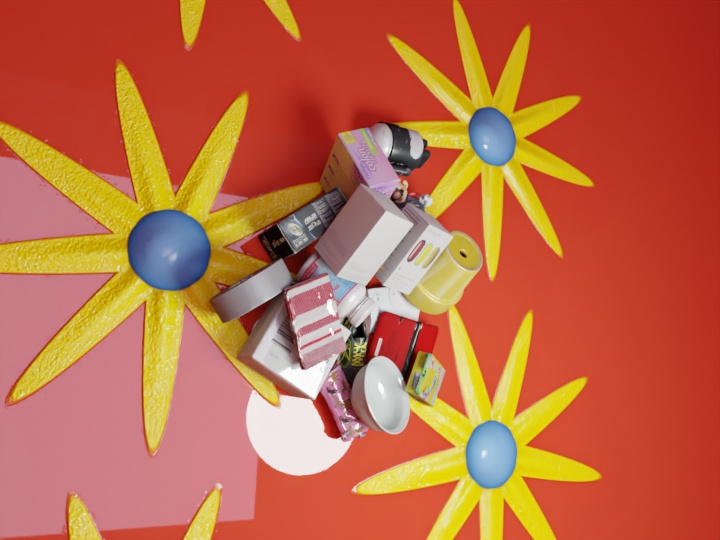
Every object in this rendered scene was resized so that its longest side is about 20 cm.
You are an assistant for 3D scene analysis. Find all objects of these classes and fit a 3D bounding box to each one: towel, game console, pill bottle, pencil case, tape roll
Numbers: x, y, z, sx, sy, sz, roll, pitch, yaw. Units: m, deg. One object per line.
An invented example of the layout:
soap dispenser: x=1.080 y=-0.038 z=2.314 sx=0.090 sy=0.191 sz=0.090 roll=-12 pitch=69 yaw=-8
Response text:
towel: x=-0.105 y=0.121 z=1.463 sx=0.143 sy=0.023 sz=0.202 roll=-22 pitch=105 yaw=-42
game console: x=0.113 y=0.230 z=1.720 sx=0.171 sy=0.119 sz=0.202 roll=17 pitch=89 yaw=7
pill bottle: x=-0.058 y=0.047 z=1.560 sx=0.200 sy=0.109 sz=0.109 roll=41 pitch=65 yaw=8
pencil case: x=-0.052 y=0.345 z=1.606 sx=0.082 sy=0.087 sz=0.202 roll=-24 pitch=94 yaw=-5
tape roll: x=-0.260 y=0.047 z=1.473 sx=0.200 sy=0.200 sz=0.067 roll=-34 pitch=99 yaw=-27

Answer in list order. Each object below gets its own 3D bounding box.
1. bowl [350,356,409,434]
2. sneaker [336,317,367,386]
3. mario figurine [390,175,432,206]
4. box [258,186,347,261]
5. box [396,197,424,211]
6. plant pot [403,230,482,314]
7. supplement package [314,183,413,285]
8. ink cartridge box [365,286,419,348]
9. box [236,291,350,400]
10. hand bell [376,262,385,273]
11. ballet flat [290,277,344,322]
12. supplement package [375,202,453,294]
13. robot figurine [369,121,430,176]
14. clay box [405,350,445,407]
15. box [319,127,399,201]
bowl: x=0.038 y=0.331 z=1.589 sx=0.201 sy=0.090 sz=0.203 roll=36 pitch=43 yaw=-41
sneaker: x=-0.019 y=0.210 z=1.640 sx=0.074 sy=0.084 sz=0.202 roll=-3 pitch=83 yaw=-26
mario figurine: x=0.126 y=-0.187 z=1.763 sx=0.200 sy=0.106 sz=0.124 roll=48 pitch=67 yaw=-15
box: x=-0.142 y=-0.116 z=1.578 sx=0.199 sy=0.163 sz=0.087 roll=-36 pitch=99 yaw=-26
box: x=0.076 y=-0.099 z=1.687 sx=0.199 sy=0.158 sz=0.051 roll=-23 pitch=56 yaw=-28
plant pot: x=0.231 y=-0.006 z=1.709 sx=0.199 sy=0.189 sz=0.202 roll=18 pitch=52 yaw=-26
supplement package: x=0.007 y=-0.084 z=1.497 sx=0.119 sy=0.121 sz=0.200 roll=18 pitch=116 yaw=-49
ink cartridge box: x=0.093 y=0.145 z=1.730 sx=0.161 sy=0.057 sz=0.202 roll=-5 pitch=80 yaw=-28
box: x=-0.167 y=0.187 z=1.540 sx=0.199 sy=0.130 sz=0.200 roll=37 pitch=67 yaw=-19
hand bell: x=0.000 y=0.000 z=1.608 sx=0.103 sy=0.199 sz=0.105 roll=7 pitch=79 yaw=-36
ballet flat: x=-0.123 y=0.087 z=1.604 sx=0.199 sy=0.067 sz=0.068 roll=30 pitch=87 yaw=-15
supplement package: x=0.126 y=-0.056 z=1.623 sx=0.113 sy=0.110 sz=0.201 roll=19 pitch=114 yaw=-44
robot figurine: x=0.101 y=-0.350 z=1.764 sx=0.198 sy=0.150 sz=0.126 roll=6 pitch=109 yaw=-27
clay box: x=0.177 y=0.297 z=1.682 sx=0.116 sy=0.047 sz=0.200 roll=-69 pitch=154 yaw=-16
box: x=-0.007 y=-0.237 z=1.617 sx=0.096 sy=0.200 sz=0.177 roll=-18 pitch=67 yaw=-28
